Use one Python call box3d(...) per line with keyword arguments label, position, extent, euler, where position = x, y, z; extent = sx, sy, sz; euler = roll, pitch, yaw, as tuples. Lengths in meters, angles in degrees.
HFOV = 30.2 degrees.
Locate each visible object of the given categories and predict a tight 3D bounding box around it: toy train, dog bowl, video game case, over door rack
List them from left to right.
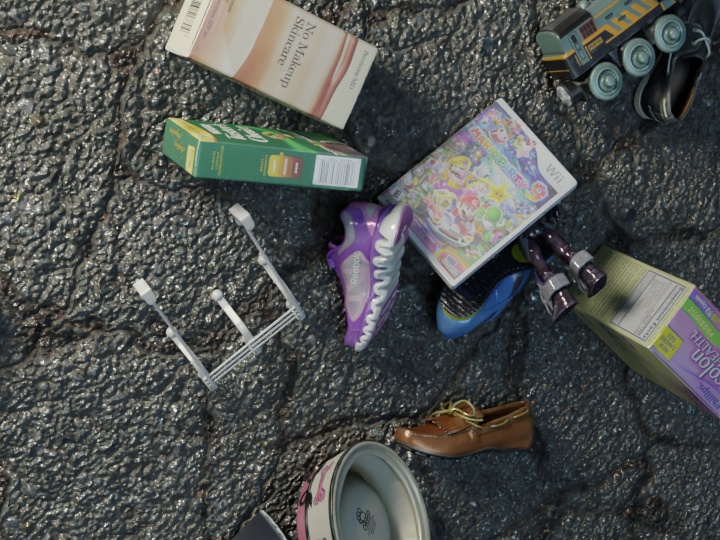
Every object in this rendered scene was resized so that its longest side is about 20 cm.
box3d(label="over door rack", position=(-0.158, 0.026, 1.495), extent=(0.147, 0.067, 0.201), euler=(-39, 139, -10))
box3d(label="dog bowl", position=(0.001, 0.312, 1.615), extent=(0.199, 0.073, 0.203), euler=(29, 52, -45))
box3d(label="video game case", position=(0.139, -0.093, 1.589), extent=(0.199, 0.018, 0.144), euler=(-39, 77, -10))
box3d(label="toy train", position=(0.308, -0.288, 1.628), extent=(0.199, 0.085, 0.115), euler=(-37, 108, -11))

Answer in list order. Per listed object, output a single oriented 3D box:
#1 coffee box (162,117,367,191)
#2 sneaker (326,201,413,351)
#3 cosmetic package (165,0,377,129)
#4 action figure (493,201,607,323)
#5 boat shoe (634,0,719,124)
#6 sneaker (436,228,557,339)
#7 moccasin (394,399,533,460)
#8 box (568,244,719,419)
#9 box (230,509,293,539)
box3d(label="coffee box", position=(-0.104, -0.126, 1.452), extent=(0.198, 0.123, 0.045), euler=(3, 106, -25))
box3d(label="sneaker", position=(0.000, 0.000, 1.573), extent=(0.087, 0.081, 0.202), euler=(18, 122, 11))
box3d(label="cosmetic package", position=(-0.095, -0.240, 1.440), extent=(0.198, 0.087, 0.104), euler=(20, 96, -29))
box3d(label="action figure", position=(0.209, -0.042, 1.620), extent=(0.129, 0.069, 0.201), euler=(-31, 75, -11))
box3d(label="boat shoe", position=(0.421, -0.280, 1.691), extent=(0.071, 0.068, 0.202), euler=(24, 93, -28))
box3d(label="sneaker", position=(0.169, 0.013, 1.672), extent=(0.199, 0.066, 0.079), euler=(-38, 156, -22))
box3d(label="moccasin", position=(0.134, 0.197, 1.698), extent=(0.199, 0.074, 0.079), euler=(-2, 98, -22))
box3d(label="box", position=(0.385, 0.077, 1.708), extent=(0.176, 0.200, 0.097), euler=(41, 87, -29))
box3d(label="box", position=(-0.130, 0.422, 1.621), extent=(0.200, 0.104, 0.148), euler=(-45, 119, -6))
